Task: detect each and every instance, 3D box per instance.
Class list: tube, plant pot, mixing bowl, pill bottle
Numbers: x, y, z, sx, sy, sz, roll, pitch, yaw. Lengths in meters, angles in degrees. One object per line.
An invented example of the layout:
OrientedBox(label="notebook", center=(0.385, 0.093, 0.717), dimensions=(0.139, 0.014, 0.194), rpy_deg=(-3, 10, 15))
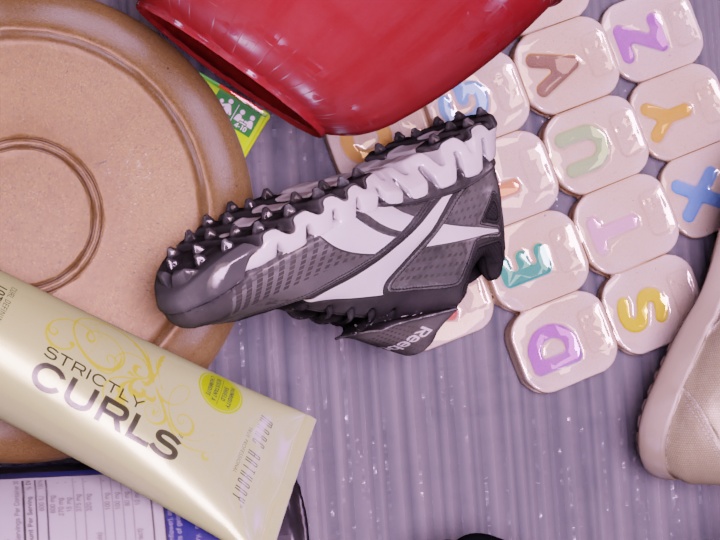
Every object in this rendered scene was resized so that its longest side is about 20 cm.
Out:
OrientedBox(label="tube", center=(-0.113, 0.042, 0.738), dimensions=(0.199, 0.052, 0.058), rpy_deg=(28, 86, -8))
OrientedBox(label="plant pot", center=(-0.140, -0.021, 0.777), dimensions=(0.198, 0.027, 0.202), rpy_deg=(1, 84, -11))
OrientedBox(label="mixing bowl", center=(-0.024, -0.126, 0.778), dimensions=(0.199, 0.200, 0.109), rpy_deg=(34, 88, -6))
OrientedBox(label="pill bottle", center=(-0.124, 0.135, 0.770), dimensions=(0.198, 0.112, 0.113), rpy_deg=(-2, 85, -11))

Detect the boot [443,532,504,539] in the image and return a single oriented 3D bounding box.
OrientedBox(label="boot", center=(0.147, 0.145, 0.808), dimensions=(0.200, 0.077, 0.168), rpy_deg=(43, 108, -10))

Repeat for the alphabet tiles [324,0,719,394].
OrientedBox(label="alphabet tiles", center=(0.089, -0.051, 0.881), dimensions=(0.194, 0.015, 0.202), rpy_deg=(-20, 89, -12))

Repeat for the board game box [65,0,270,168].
OrientedBox(label="board game box", center=(-0.151, -0.074, 0.817), dimensions=(0.199, 0.048, 0.102), rpy_deg=(31, 80, -7))

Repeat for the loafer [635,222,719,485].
OrientedBox(label="loafer", center=(0.195, 0.011, 0.858), dimensions=(0.068, 0.076, 0.202), rpy_deg=(22, 89, 27))

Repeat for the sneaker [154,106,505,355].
OrientedBox(label="sneaker", center=(0.000, 0.000, 0.791), dimensions=(0.199, 0.066, 0.091), rpy_deg=(-27, 104, -43))
